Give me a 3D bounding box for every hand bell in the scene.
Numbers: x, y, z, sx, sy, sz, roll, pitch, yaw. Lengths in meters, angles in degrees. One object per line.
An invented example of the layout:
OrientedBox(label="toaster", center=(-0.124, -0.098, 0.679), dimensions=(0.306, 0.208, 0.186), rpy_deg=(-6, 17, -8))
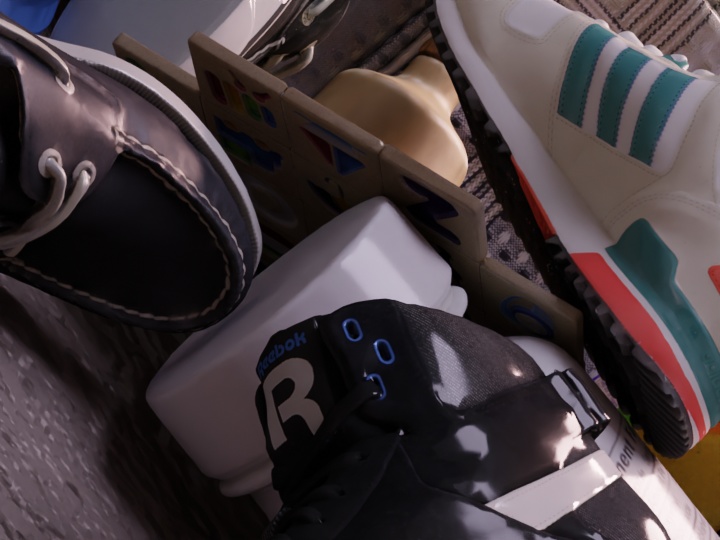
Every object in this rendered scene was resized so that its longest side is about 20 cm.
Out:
OrientedBox(label="hand bell", center=(0.033, -0.076, 0.958), dimensions=(0.104, 0.200, 0.104), rpy_deg=(32, -19, 12))

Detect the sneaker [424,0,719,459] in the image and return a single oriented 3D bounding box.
OrientedBox(label="sneaker", center=(0.090, -0.034, 0.844), dimensions=(0.200, 0.093, 0.070), rpy_deg=(-117, -178, -45))

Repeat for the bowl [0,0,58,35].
OrientedBox(label="bowl", center=(-0.162, -0.157, 0.906), dimensions=(0.201, 0.039, 0.201), rpy_deg=(49, 14, -16))

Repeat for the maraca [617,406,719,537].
OrientedBox(label="maraca", center=(0.154, 0.100, 0.889), dimensions=(0.107, 0.137, 0.201), rpy_deg=(-98, 164, -81))

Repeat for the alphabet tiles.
OrientedBox(label="alphabet tiles", center=(0.000, 0.000, 0.870), dimensions=(0.166, 0.006, 0.200), rpy_deg=(31, -19, 18))

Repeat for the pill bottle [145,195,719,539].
OrientedBox(label="pill bottle", center=(0.035, 0.083, 0.798), dimensions=(0.200, 0.114, 0.114), rpy_deg=(51, 14, -9))

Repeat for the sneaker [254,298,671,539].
OrientedBox(label="sneaker", center=(-0.015, 0.067, 0.667), dimensions=(0.200, 0.073, 0.112), rpy_deg=(-9, 61, -44))

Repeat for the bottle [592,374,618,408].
OrientedBox(label="bottle", center=(0.125, 0.057, 0.978), dimensions=(0.084, 0.200, 0.065), rpy_deg=(59, 10, 28))

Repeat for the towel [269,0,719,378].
OrientedBox(label="towel", center=(0.064, -0.035, 1.032), dimensions=(0.200, 0.192, 0.035), rpy_deg=(48, 6, -19))

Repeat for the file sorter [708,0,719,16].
OrientedBox(label="file sorter", center=(0.062, -0.147, 1.090), dimensions=(0.199, 0.139, 0.125), rpy_deg=(24, 30, -7))

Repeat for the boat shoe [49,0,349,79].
OrientedBox(label="boat shoe", center=(-0.032, -0.099, 0.953), dimensions=(0.071, 0.200, 0.064), rpy_deg=(13, -37, 39))

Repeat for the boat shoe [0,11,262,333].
OrientedBox(label="boat shoe", center=(-0.103, -0.039, 0.734), dimensions=(0.200, 0.074, 0.060), rpy_deg=(42, 17, -28))
